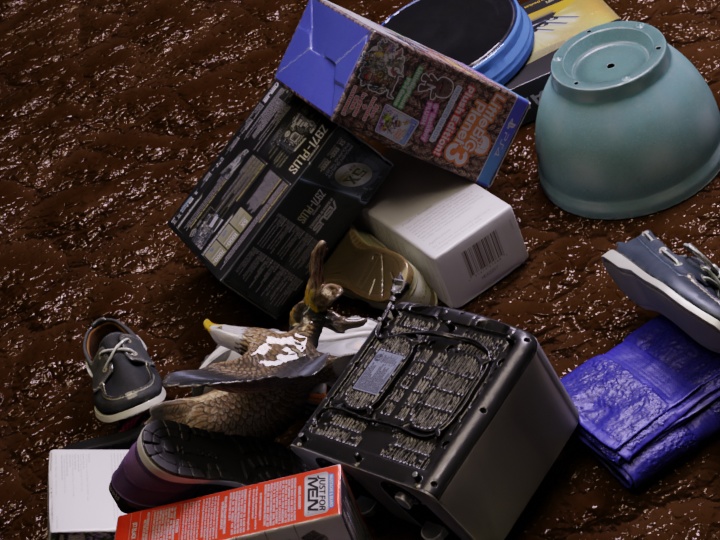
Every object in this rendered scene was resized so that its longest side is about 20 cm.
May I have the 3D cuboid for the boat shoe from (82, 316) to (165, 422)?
[{"bbox_3d":[-0.237,0.097,1.698,0.072,0.068,0.200,-22,17,-8],"label":"boat shoe"}]

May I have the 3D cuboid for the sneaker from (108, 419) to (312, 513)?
[{"bbox_3d":[-0.124,0.191,1.516,0.088,0.199,0.076,-49,35,31],"label":"sneaker"}]

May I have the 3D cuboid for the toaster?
[{"bbox_3d":[0.067,0.124,1.490,0.180,0.119,0.200,13,59,45],"label":"toaster"}]

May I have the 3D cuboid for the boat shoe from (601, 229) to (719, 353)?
[{"bbox_3d":[0.284,0.015,1.524,0.062,0.075,0.200,-39,24,-5],"label":"boat shoe"}]

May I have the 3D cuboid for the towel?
[{"bbox_3d":[0.270,0.092,1.519,0.199,0.050,0.148,-31,39,-13],"label":"towel"}]

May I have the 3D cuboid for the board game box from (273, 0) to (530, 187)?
[{"bbox_3d":[0.040,-0.182,1.758,0.097,0.199,0.159,-64,31,9],"label":"board game box"}]

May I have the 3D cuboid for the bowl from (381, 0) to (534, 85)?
[{"bbox_3d":[0.095,-0.251,1.954,0.200,0.039,0.201,-16,38,13],"label":"bowl"}]

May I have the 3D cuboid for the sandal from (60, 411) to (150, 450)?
[{"bbox_3d":[-0.195,0.160,1.643,0.199,0.075,0.045,-13,38,16],"label":"sandal"}]

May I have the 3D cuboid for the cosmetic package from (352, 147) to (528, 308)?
[{"bbox_3d":[0.069,-0.050,1.776,0.101,0.074,0.200,-33,36,-15],"label":"cosmetic package"}]

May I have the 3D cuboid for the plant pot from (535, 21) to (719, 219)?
[{"bbox_3d":[0.264,-0.167,1.774,0.199,0.135,0.201,-14,37,11],"label":"plant pot"}]

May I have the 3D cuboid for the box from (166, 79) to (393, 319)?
[{"bbox_3d":[-0.086,-0.078,1.801,0.200,0.086,0.164,-53,34,2],"label":"box"}]

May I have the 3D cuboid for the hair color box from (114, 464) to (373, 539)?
[{"bbox_3d":[-0.095,0.241,1.462,0.199,0.111,0.064,-13,38,10],"label":"hair color box"}]

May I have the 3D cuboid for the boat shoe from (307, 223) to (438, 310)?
[{"bbox_3d":[0.002,-0.002,1.770,0.200,0.063,0.073,23,80,51],"label":"boat shoe"}]

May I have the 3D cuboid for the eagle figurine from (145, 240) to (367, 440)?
[{"bbox_3d":[-0.091,0.091,1.552,0.150,0.152,0.200,1,40,40],"label":"eagle figurine"}]

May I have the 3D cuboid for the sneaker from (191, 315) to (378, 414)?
[{"bbox_3d":[-0.068,0.100,1.657,0.199,0.074,0.080,-13,43,11],"label":"sneaker"}]

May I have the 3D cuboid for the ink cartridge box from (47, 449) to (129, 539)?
[{"bbox_3d":[-0.181,0.215,1.570,0.199,0.051,0.109,2,35,-12],"label":"ink cartridge box"}]

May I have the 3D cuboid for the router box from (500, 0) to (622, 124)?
[{"bbox_3d":[0.196,-0.240,1.966,0.199,0.052,0.157,-24,37,-4],"label":"router box"}]
